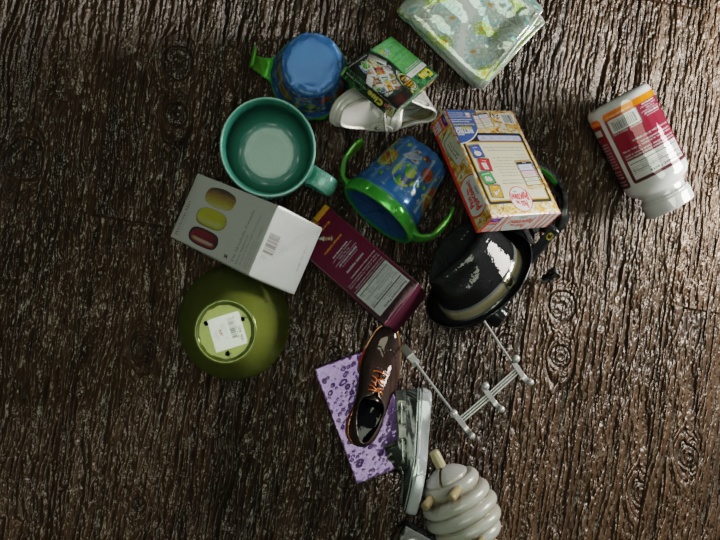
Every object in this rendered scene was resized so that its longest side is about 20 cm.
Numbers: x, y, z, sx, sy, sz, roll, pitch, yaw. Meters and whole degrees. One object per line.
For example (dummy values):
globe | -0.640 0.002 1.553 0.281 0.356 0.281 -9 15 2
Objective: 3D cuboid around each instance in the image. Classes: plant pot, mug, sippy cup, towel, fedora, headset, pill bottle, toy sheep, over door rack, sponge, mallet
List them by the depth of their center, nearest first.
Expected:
plant pot | -0.201 0.085 1.461 0.184 0.200 0.191 0 90 -4
fedora | 0.170 -0.009 1.491 0.200 0.201 0.092 -41 121 -3
sippy cup | -0.079 -0.316 1.502 0.176 0.130 0.141 -24 92 -3
mug | -0.139 -0.176 1.507 0.150 0.114 0.187 -27 93 -4
sippy cup | 0.064 -0.137 1.514 0.178 0.139 0.131 45 75 -27
toy sheep | 0.160 0.383 1.524 0.136 0.138 0.203 -21 93 -4
over door rack | 0.178 0.160 1.537 0.147 0.067 0.201 -40 108 -4
mallet | 0.261 0.013 1.538 0.066 0.041 0.200 42 115 -6
pill bottle | 0.465 -0.193 1.553 0.112 0.113 0.202 -28 93 -4
towel | 0.186 -0.424 1.563 0.200 0.048 0.172 43 87 -3
sponge | 0.009 0.237 1.563 0.110 0.030 0.203 -20 91 -5
headset | 0.290 -0.081 1.573 0.122 0.094 0.203 -17 76 -5

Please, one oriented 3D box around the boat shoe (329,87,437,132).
boat shoe | 0.042 -0.252 1.494 0.198 0.071 0.069 -16 49 -36

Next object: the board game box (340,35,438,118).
board game box | 0.049 -0.307 1.487 0.104 0.200 0.024 38 124 3

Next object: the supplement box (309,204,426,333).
supplement box | 0.000 0.000 1.493 0.199 0.110 0.086 40 88 15

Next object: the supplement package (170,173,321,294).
supplement package | -0.178 -0.058 1.455 0.198 0.109 0.115 22 88 40

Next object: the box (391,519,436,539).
box | 0.112 0.550 1.563 0.198 0.050 0.201 28 88 -4

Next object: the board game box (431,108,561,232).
board game box | 0.214 -0.161 1.496 0.150 0.046 0.202 -4 63 -33

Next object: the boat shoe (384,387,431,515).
boat shoe | 0.073 0.289 1.525 0.070 0.072 0.204 4 86 2

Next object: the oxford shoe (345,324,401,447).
oxford shoe | 0.029 0.184 1.511 0.070 0.073 0.203 13 83 -7
